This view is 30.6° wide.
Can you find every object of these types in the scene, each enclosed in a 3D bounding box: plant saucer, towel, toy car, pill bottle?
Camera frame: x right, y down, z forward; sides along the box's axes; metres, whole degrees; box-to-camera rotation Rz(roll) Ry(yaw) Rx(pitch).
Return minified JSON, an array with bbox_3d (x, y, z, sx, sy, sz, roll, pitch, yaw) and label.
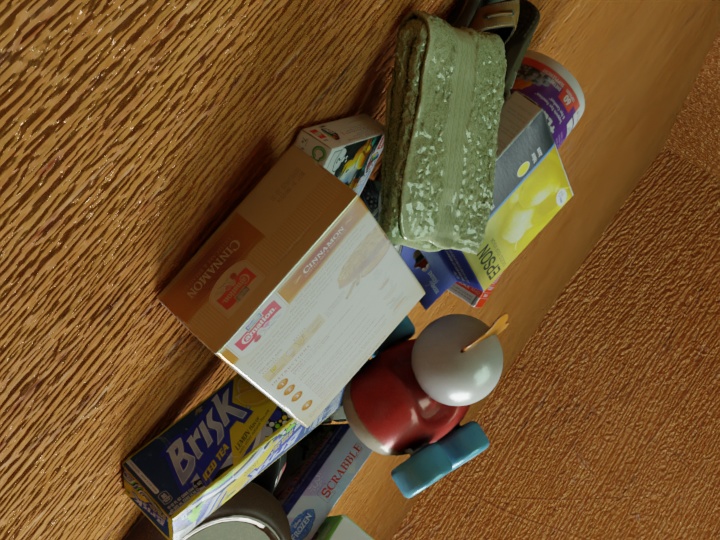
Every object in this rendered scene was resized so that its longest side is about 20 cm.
[{"bbox_3d":[-0.146,0.298,1.267,0.200,0.034,0.201,-14,116,-29],"label":"plant saucer"},{"bbox_3d":[0.074,-0.115,1.141,0.148,0.036,0.201,2,95,-52],"label":"towel"},{"bbox_3d":[0.093,0.102,1.385,0.200,0.185,0.177,-38,169,31],"label":"toy car"},{"bbox_3d":[0.151,-0.137,1.441,0.200,0.111,0.111,-53,166,-22],"label":"pill bottle"}]

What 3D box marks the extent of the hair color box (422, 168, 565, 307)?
[{"bbox_3d":[0.148,-0.067,1.595,0.200,0.111,0.064,-60,167,4],"label":"hair color box"}]

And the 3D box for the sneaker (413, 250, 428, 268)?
[{"bbox_3d":[0.001,0.000,1.344,0.200,0.070,0.093,-48,142,-17],"label":"sneaker"}]

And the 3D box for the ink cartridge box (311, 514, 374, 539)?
[{"bbox_3d":[-0.072,0.352,1.431,0.146,0.084,0.200,-55,-165,-28],"label":"ink cartridge box"}]

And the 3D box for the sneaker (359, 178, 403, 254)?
[{"bbox_3d":[-0.009,-0.003,1.217,0.078,0.086,0.200,-67,172,-59],"label":"sneaker"}]

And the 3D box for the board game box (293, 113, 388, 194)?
[{"bbox_3d":[-0.051,-0.033,1.104,0.200,0.035,0.126,-63,165,22],"label":"board game box"}]

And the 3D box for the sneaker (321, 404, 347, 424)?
[{"bbox_3d":[-0.050,0.122,1.444,0.200,0.076,0.088,8,84,-67],"label":"sneaker"}]

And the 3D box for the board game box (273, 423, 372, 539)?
[{"bbox_3d":[-0.087,0.260,1.458,0.200,0.041,0.199,-53,-167,-20],"label":"board game box"}]

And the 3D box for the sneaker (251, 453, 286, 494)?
[{"bbox_3d":[-0.116,0.202,1.369,0.087,0.074,0.200,-59,178,-40],"label":"sneaker"}]

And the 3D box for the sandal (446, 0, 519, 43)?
[{"bbox_3d":[0.111,-0.225,1.215,0.200,0.055,0.082,-53,166,-21],"label":"sandal"}]

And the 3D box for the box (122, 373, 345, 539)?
[{"bbox_3d":[-0.109,0.143,1.145,0.200,0.070,0.064,-37,159,-27],"label":"box"}]

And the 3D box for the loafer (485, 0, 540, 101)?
[{"bbox_3d":[0.115,-0.184,1.278,0.200,0.076,0.068,-51,159,-27],"label":"loafer"}]

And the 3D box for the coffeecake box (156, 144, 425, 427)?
[{"bbox_3d":[-0.046,0.019,1.025,0.154,0.073,0.200,-48,153,-6],"label":"coffeecake box"}]

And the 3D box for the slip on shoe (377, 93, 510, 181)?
[{"bbox_3d":[0.085,-0.129,1.336,0.200,0.060,0.076,-55,148,-25],"label":"slip on shoe"}]

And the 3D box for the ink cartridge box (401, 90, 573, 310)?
[{"bbox_3d":[0.122,-0.055,1.321,0.200,0.047,0.198,-50,154,-5],"label":"ink cartridge box"}]
